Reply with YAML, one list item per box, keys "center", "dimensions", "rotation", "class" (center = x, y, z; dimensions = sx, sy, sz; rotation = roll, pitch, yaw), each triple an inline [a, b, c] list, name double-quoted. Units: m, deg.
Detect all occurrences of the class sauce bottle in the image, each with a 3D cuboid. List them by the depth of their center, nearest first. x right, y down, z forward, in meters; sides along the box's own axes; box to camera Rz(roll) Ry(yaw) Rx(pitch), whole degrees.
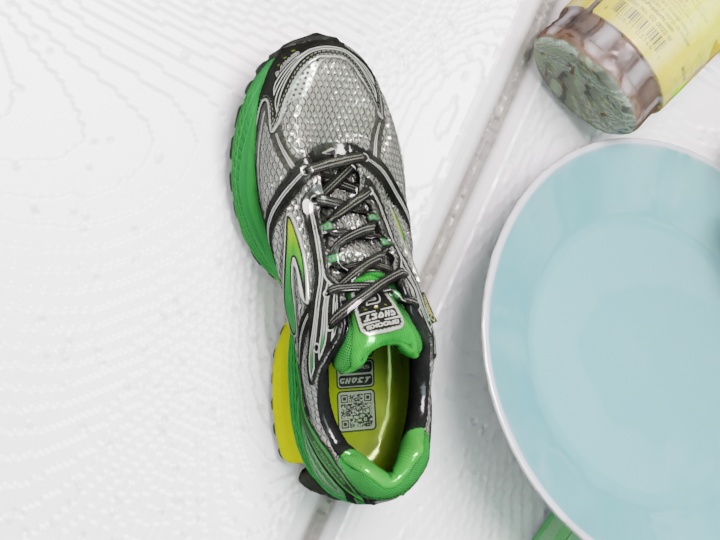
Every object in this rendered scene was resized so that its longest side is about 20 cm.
- center: [0.166, -0.146, 0.872]
  dimensions: [0.200, 0.065, 0.065]
  rotation: [-43, 106, -13]
  class: "sauce bottle"

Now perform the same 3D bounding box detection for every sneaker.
- center: [0.000, 0.000, 0.803]
  dimensions: [0.078, 0.085, 0.200]
  rotation: [-12, 96, -20]
  class: "sneaker"

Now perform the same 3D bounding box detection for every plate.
- center: [0.132, 0.039, 0.867]
  dimensions: [0.200, 0.026, 0.201]
  rotation: [9, 72, -29]
  class: "plate"

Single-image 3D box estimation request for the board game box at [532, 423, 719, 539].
- center: [0.114, 0.188, 0.884]
  dimensions: [0.135, 0.029, 0.200]
  rotation: [40, 78, -17]
  class: "board game box"
